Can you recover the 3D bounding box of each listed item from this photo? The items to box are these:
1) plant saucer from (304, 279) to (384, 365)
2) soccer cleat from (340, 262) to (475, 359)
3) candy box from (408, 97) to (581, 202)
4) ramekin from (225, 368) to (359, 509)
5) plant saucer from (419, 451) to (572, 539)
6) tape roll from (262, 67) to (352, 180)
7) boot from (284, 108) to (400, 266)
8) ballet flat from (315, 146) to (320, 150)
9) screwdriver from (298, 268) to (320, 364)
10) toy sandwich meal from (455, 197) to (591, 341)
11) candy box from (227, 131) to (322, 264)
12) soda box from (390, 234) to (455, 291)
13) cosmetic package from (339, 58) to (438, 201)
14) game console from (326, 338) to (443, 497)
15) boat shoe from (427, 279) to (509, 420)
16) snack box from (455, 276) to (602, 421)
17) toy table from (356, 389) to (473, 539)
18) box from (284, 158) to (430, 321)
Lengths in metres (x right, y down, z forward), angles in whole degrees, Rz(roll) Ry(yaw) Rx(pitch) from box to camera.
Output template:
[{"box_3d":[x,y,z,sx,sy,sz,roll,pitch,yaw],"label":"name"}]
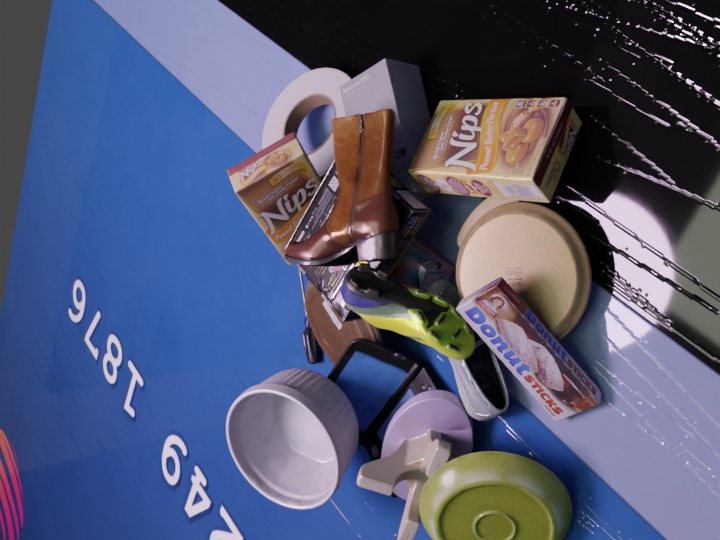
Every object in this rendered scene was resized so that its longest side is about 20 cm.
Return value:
[{"box_3d":[-0.032,0.093,1.176,0.200,0.029,0.202,41,146,35],"label":"plant saucer"},{"box_3d":[0.063,0.061,0.983,0.198,0.065,0.084,29,148,11],"label":"soccer cleat"},{"box_3d":[0.168,-0.157,0.942,0.198,0.055,0.117,12,71,45],"label":"candy box"},{"box_3d":[-0.096,0.246,1.116,0.197,0.105,0.204,10,114,24],"label":"ramekin"},{"box_3d":[0.173,0.321,0.943,0.196,0.031,0.203,4,118,8],"label":"plant saucer"},{"box_3d":[-0.075,-0.230,1.197,0.200,0.037,0.206,-11,69,29],"label":"tape roll"},{"box_3d":[-0.032,-0.109,1.001,0.186,0.068,0.204,-7,86,40],"label":"boot"},{"box_3d":[-0.076,-0.113,1.251,0.075,0.067,0.204,-150,70,-64],"label":"ballet flat"},{"box_3d":[-0.094,0.065,1.306,0.028,0.029,0.204,-13,80,46],"label":"screwdriver"},{"box_3d":[0.209,0.001,0.951,0.203,0.070,0.209,5,98,35],"label":"toy sandwich meal"},{"box_3d":[-0.106,-0.104,1.122,0.114,0.201,0.056,-29,54,2],"label":"candy box"},{"box_3d":[0.049,-0.033,1.109,0.200,0.068,0.064,44,123,36],"label":"soda box"},{"box_3d":[0.047,-0.197,1.088,0.106,0.089,0.203,-21,81,43],"label":"cosmetic package"},{"box_3d":[0.027,0.229,1.116,0.201,0.117,0.173,-57,48,33],"label":"game console"},{"box_3d":[0.154,0.103,1.003,0.071,0.069,0.204,-34,74,61],"label":"boat shoe"},{"box_3d":[0.209,0.100,0.909,0.200,0.024,0.072,48,133,-8],"label":"snack box"},{"box_3d":[0.090,0.280,1.018,0.180,0.118,0.203,7,119,6],"label":"toy table"},{"box_3d":[-0.011,-0.055,1.058,0.160,0.049,0.201,46,118,27],"label":"box"}]
